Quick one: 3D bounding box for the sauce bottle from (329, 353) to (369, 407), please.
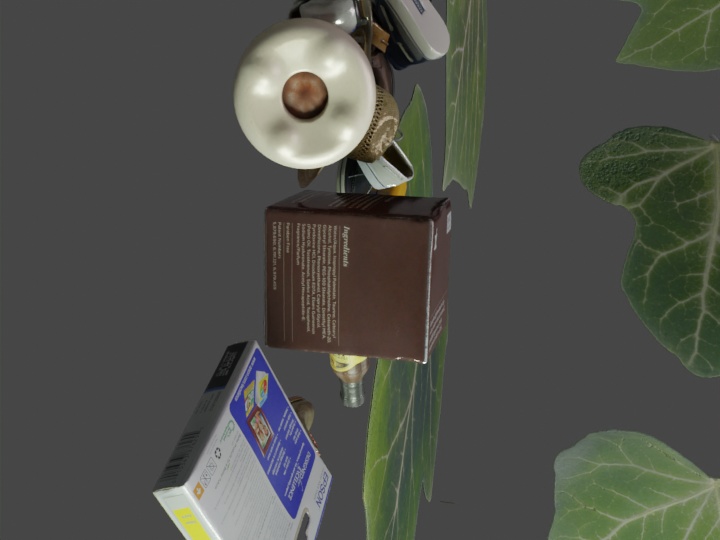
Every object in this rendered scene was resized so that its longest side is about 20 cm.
[{"bbox_3d":[-0.016,0.115,1.312,0.065,0.063,0.204,-67,156,-56],"label":"sauce bottle"}]

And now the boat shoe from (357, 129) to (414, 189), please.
[{"bbox_3d":[0.021,-0.190,1.221,0.203,0.084,0.076,53,43,-40],"label":"boat shoe"}]

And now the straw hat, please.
[{"bbox_3d":[0.000,-0.180,1.048,0.202,0.084,0.204,-56,-157,38],"label":"straw hat"}]

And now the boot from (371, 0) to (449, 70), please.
[{"bbox_3d":[0.033,-0.358,1.155,0.073,0.089,0.202,-47,115,-36],"label":"boot"}]

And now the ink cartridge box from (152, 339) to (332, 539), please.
[{"bbox_3d":[-0.104,0.209,0.862,0.199,0.046,0.203,-70,142,-54],"label":"ink cartridge box"}]

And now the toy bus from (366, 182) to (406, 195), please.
[{"bbox_3d":[0.026,-0.114,1.401,0.066,0.076,0.202,81,18,-45],"label":"toy bus"}]

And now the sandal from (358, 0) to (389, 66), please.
[{"bbox_3d":[0.010,-0.315,1.125,0.202,0.053,0.081,89,-19,-47],"label":"sandal"}]

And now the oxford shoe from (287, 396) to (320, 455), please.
[{"bbox_3d":[-0.079,0.213,1.035,0.200,0.073,0.072,-58,150,-65],"label":"oxford shoe"}]

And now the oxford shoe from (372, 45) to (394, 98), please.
[{"bbox_3d":[0.000,-0.306,1.259,0.085,0.071,0.204,-53,133,-63],"label":"oxford shoe"}]

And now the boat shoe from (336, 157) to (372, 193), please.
[{"bbox_3d":[0.003,-0.154,1.326,0.075,0.061,0.204,75,24,-60],"label":"boat shoe"}]

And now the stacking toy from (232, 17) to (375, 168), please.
[{"bbox_3d":[-0.060,-0.204,0.949,0.201,0.142,0.150,-100,-171,-68],"label":"stacking toy"}]

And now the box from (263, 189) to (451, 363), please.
[{"bbox_3d":[0.000,0.000,1.048,0.166,0.195,0.168,-39,132,-72],"label":"box"}]

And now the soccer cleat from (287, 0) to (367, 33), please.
[{"bbox_3d":[-0.050,-0.313,1.048,0.200,0.084,0.071,-122,-160,-72],"label":"soccer cleat"}]
